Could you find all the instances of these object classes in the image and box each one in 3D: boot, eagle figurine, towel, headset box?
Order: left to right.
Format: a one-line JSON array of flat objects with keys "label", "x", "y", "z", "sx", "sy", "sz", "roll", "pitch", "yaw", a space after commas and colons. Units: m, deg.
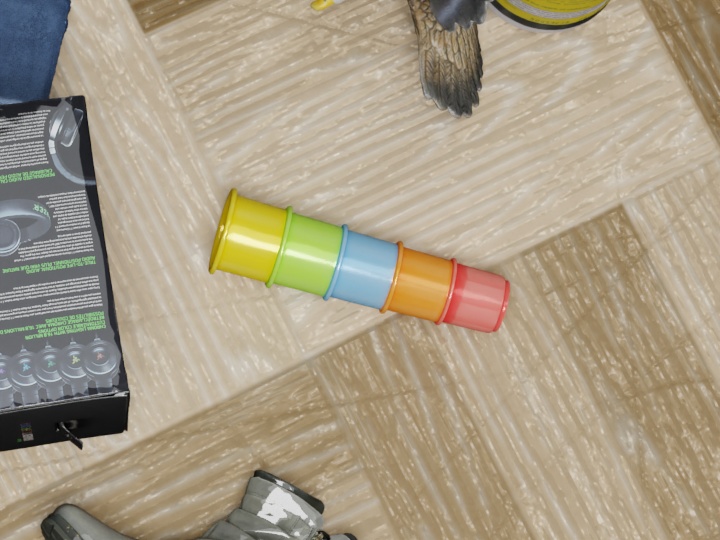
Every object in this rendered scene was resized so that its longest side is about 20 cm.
[{"label": "towel", "x": -0.297, "y": -0.157, "z": 1.458, "sx": 0.199, "sy": 0.049, "sz": 0.112, "roll": 14, "pitch": 67, "yaw": -4}, {"label": "headset box", "x": -0.202, "y": 0.014, "z": 1.373, "sx": 0.092, "sy": 0.174, "sz": 0.201, "roll": -8, "pitch": 78, "yaw": -9}, {"label": "boot", "x": -0.097, "y": 0.180, "z": 1.418, "sx": 0.200, "sy": 0.068, "sz": 0.131, "roll": 37, "pitch": 71, "yaw": -7}, {"label": "eagle figurine", "x": 0.032, "y": -0.217, "z": 1.478, "sx": 0.200, "sy": 0.152, "sz": 0.151, "roll": 39, "pitch": 112, "yaw": 17}]

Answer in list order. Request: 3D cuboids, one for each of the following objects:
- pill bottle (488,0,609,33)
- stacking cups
[{"label": "pill bottle", "x": 0.143, "y": -0.241, "z": 1.465, "sx": 0.114, "sy": 0.200, "sz": 0.115, "roll": 2, "pitch": 78, "yaw": -8}, {"label": "stacking cups", "x": 0.000, "y": 0.000, "z": 1.474, "sx": 0.199, "sy": 0.061, "sz": 0.061, "roll": 16, "pitch": 76, "yaw": -10}]
